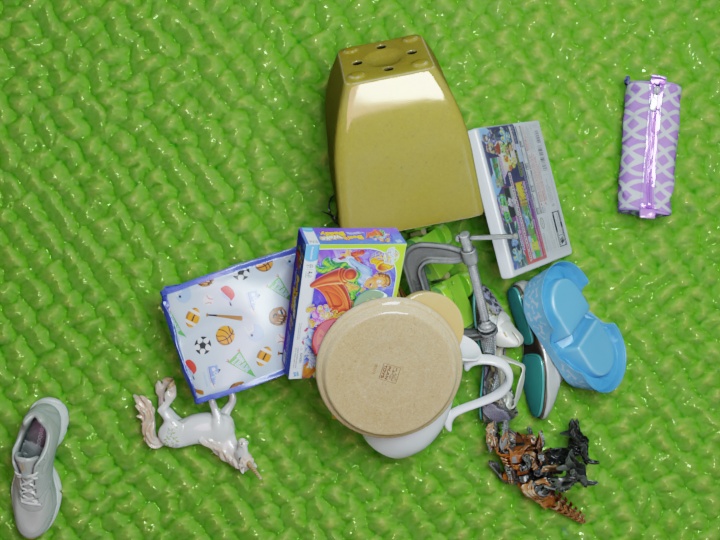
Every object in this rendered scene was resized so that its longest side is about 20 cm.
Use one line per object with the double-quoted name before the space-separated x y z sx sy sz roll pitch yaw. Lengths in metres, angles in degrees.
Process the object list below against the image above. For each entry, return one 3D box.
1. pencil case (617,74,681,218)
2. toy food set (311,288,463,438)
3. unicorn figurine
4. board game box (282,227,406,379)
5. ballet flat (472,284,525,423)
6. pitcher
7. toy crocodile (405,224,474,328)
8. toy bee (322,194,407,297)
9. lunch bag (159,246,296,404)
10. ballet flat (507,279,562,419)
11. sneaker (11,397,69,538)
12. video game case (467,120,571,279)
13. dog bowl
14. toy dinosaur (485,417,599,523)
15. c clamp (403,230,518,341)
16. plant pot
"pencil case" 0.413 -0.175 1.265 0.082 0.085 0.204 3 92 2
"toy food set" 0.034 0.121 1.141 0.194 0.049 0.203 1 108 -5
"unicorn figurine" -0.225 0.223 1.286 0.197 0.074 0.140 -3 92 16
"board game box" -0.024 0.043 1.153 0.132 0.045 0.203 -1 120 -19
"ballet flat" 0.203 0.120 1.276 0.071 0.072 0.204 -4 96 0
"pitcher" 0.101 0.174 1.237 0.170 0.121 0.202 30 113 -2
"toy crocodile" 0.109 -0.001 1.282 0.067 0.061 0.202 -31 97 -35
"toy bee" 0.000 0.000 1.254 0.199 0.109 0.132 37 109 3
"lunch bag" -0.165 0.076 1.242 0.197 0.124 0.173 -19 91 -19
"ballet flat" 0.265 0.111 1.286 0.068 0.069 0.203 -11 90 0
"sneaker" -0.473 0.288 1.270 0.074 0.092 0.204 5 91 0
"video game case" 0.223 -0.104 1.235 0.023 0.181 0.203 -13 92 40
"dog bowl" 0.301 0.084 1.256 0.112 0.049 0.201 -45 106 -35
"toy dinosaur" 0.265 0.284 1.279 0.135 0.103 0.199 -31 128 28
"c clamp" 0.137 0.028 1.198 0.168 0.027 0.202 7 132 25
"plant pot" 0.044 -0.189 1.170 0.191 0.197 0.202 -11 127 0
